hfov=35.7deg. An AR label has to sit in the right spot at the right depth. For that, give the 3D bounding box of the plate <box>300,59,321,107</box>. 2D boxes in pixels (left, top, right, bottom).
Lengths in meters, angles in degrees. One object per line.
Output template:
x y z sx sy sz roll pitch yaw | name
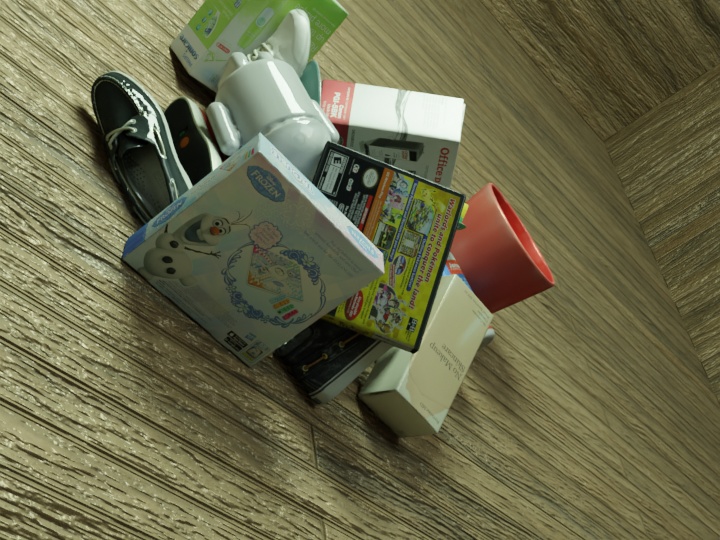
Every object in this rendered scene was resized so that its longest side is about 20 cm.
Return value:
-0.089 -0.188 1.522 0.025 0.201 0.201 7 42 -14 | plate

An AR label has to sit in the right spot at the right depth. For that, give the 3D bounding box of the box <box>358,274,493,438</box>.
0.088 0.112 1.471 0.095 0.077 0.201 45 54 -24 | box

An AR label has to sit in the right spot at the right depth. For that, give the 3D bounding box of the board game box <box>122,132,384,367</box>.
-0.112 -0.015 1.188 0.200 0.198 0.044 44 25 -28 | board game box

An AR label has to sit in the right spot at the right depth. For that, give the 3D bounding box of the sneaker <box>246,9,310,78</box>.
-0.131 -0.260 1.492 0.080 0.201 0.071 17 23 -32 | sneaker

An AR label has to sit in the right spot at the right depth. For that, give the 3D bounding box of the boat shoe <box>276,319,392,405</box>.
-0.004 0.062 1.327 0.091 0.200 0.071 49 -8 -8 | boat shoe

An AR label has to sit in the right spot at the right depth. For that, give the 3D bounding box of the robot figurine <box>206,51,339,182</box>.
-0.106 -0.177 1.370 0.168 0.113 0.201 -10 59 -32 | robot figurine

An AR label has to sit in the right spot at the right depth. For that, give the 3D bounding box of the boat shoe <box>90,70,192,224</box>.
-0.245 -0.133 1.238 0.201 0.075 0.060 57 17 3 | boat shoe

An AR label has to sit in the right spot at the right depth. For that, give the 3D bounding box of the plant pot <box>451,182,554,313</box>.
0.188 -0.014 1.800 0.201 0.176 0.201 53 14 -19 | plant pot

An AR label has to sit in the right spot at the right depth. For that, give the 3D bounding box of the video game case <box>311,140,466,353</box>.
0.012 -0.028 1.300 0.179 0.026 0.202 21 74 -6 | video game case

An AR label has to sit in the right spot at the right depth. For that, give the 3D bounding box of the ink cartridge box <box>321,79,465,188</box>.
0.036 -0.172 1.541 0.147 0.198 0.084 97 1 -53 | ink cartridge box

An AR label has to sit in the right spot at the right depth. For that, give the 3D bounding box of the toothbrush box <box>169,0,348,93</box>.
-0.139 -0.331 1.539 0.145 0.200 0.086 31 16 -45 | toothbrush box

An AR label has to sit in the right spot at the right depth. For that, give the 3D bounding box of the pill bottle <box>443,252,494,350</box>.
0.110 0.038 1.682 0.112 0.112 0.201 2 58 -63 | pill bottle

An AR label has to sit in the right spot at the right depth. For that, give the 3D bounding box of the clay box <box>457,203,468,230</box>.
0.079 -0.103 1.707 0.114 0.048 0.200 27 -11 -24 | clay box

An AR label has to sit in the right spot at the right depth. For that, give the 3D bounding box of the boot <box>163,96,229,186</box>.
-0.167 -0.112 1.379 0.144 0.072 0.201 35 27 -44 | boot
